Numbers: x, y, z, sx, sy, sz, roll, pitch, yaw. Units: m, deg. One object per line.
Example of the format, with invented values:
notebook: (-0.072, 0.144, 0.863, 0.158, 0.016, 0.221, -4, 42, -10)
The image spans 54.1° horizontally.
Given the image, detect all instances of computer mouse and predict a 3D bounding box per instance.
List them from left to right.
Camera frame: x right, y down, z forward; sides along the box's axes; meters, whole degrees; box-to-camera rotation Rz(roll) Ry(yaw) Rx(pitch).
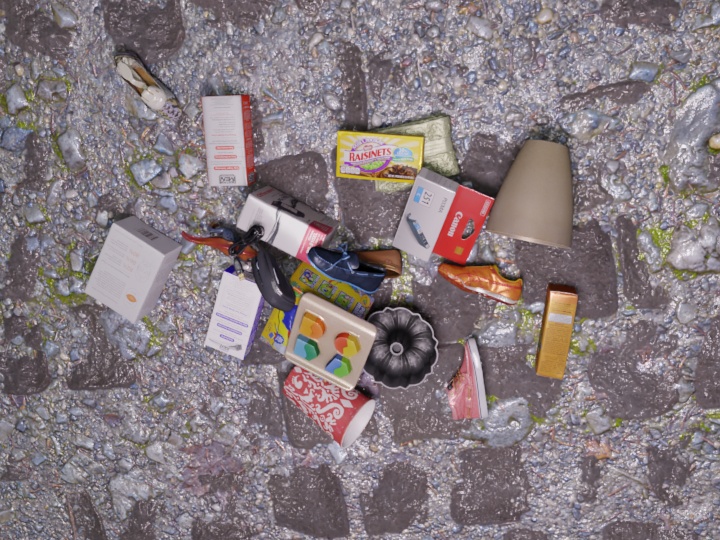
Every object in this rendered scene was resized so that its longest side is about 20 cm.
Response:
computer mouse: (-0.229, 0.013, 1.554, 0.139, 0.046, 0.203, -24, 92, 42)

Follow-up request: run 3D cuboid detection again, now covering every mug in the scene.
mug: (-0.085, 0.328, 1.704, 0.198, 0.133, 0.180, 33, 128, 21)

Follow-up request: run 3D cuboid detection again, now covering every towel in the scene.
towel: (0.115, -0.258, 1.574, 0.196, 0.037, 0.152, -11, 103, 14)

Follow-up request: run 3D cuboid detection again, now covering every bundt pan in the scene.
bundt pan: (0.091, 0.172, 1.669, 0.197, 0.076, 0.207, 3, 105, 11)

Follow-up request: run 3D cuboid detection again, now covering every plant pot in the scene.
plant pot: (0.373, -0.164, 1.487, 0.183, 0.187, 0.205, 13, 93, 7)

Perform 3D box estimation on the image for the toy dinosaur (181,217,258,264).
toy dinosaur: (-0.290, -0.039, 1.659, 0.180, 0.198, 0.107, 33, 129, 33)

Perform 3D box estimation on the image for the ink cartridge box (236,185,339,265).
ink cartridge box: (-0.164, -0.106, 1.611, 0.197, 0.145, 0.086, 27, 107, 3)

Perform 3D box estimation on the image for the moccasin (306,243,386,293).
moccasin: (-0.028, -0.018, 1.541, 0.198, 0.081, 0.068, 21, 124, -38)

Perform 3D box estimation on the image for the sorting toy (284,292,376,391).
sorting toy: (-0.072, 0.165, 1.559, 0.182, 0.037, 0.202, 26, 128, 6)

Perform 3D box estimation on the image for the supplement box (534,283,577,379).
supplement box: (0.441, 0.138, 1.596, 0.067, 0.067, 0.205, 6, 105, 9)

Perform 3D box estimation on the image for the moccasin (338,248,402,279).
moccasin: (0.000, 0.001, 1.639, 0.196, 0.079, 0.074, -1, 143, 6)

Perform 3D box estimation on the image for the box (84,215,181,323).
box: (-0.558, -0.004, 1.736, 0.151, 0.106, 0.202, 31, 108, 1)

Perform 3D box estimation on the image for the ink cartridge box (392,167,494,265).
ink cartridge box: (0.179, -0.105, 1.558, 0.173, 0.045, 0.202, 23, 131, 6)

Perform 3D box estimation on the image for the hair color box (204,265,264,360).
hair color box: (-0.303, 0.104, 1.737, 0.107, 0.065, 0.204, 20, 106, 5)

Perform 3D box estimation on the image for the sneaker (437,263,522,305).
sneaker: (0.271, 0.017, 1.608, 0.196, 0.073, 0.079, 18, 85, 2)

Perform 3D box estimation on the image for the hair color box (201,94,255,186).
hair color box: (-0.305, -0.301, 1.633, 0.099, 0.061, 0.205, 1, 104, 11)

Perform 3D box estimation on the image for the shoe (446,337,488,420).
shoe: (0.244, 0.260, 1.663, 0.089, 0.072, 0.204, -9, 107, 7)

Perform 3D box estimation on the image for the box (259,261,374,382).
box: (-0.101, 0.112, 1.639, 0.190, 0.123, 0.202, 31, 128, 2)

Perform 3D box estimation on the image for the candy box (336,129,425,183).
candy box: (0.042, -0.252, 1.560, 0.195, 0.026, 0.105, 6, 106, 14)

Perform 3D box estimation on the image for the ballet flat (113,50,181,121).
ballet flat: (-0.501, -0.425, 1.637, 0.072, 0.072, 0.201, -41, 94, 18)
